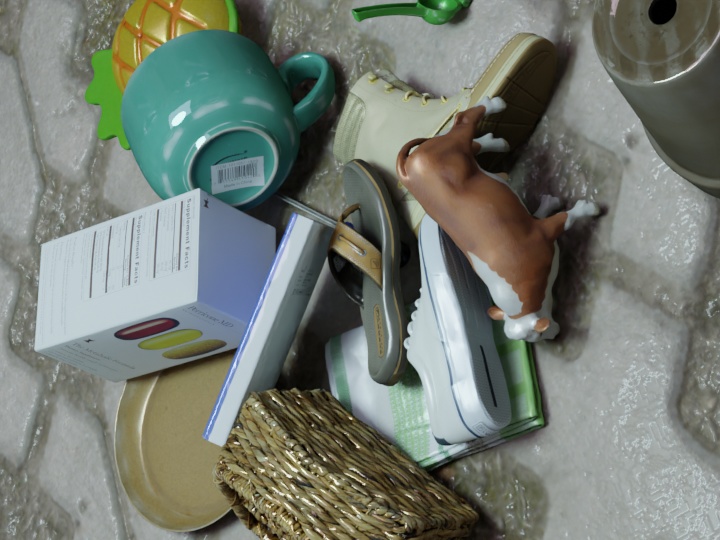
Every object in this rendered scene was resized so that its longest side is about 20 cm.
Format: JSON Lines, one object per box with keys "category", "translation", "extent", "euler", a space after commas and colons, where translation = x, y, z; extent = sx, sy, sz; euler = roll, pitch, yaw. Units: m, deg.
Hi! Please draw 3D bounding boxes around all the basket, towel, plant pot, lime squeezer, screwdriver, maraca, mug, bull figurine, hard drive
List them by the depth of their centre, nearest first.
{"category": "plant pot", "translation": [0.266, -0.169, 1.452], "extent": [0.199, 0.173, 0.202], "euler": [-13, 69, 36]}
{"category": "bull figurine", "translation": [0.115, -0.039, 1.569], "extent": [0.121, 0.200, 0.065], "euler": [-45, 11, -27]}
{"category": "basket", "translation": [-0.033, 0.209, 1.585], "extent": [0.200, 0.142, 0.150], "euler": [37, 108, 27]}
{"category": "towel", "translation": [0.057, 0.092, 1.644], "extent": [0.199, 0.031, 0.150], "euler": [-25, 63, 32]}
{"category": "hard drive", "translation": [-0.076, 0.051, 1.672], "extent": [0.025, 0.132, 0.201], "euler": [22, 91, 7]}
{"category": "lime squeezer", "translation": [0.079, -0.260, 1.708], "extent": [0.200, 0.071, 0.038], "euler": [-38, 33, -11]}
{"category": "screwdriver", "translation": [-0.025, -0.044, 1.759], "extent": [0.200, 0.029, 0.028], "euler": [28, 96, 46]}
{"category": "mug", "translation": [-0.121, -0.135, 1.765], "extent": [0.185, 0.152, 0.115], "euler": [-47, 40, 16]}
{"category": "plant pot", "translation": [-0.149, 0.142, 1.802], "extent": [0.199, 0.027, 0.202], "euler": [-13, 68, 36]}
{"category": "maraca", "translation": [-0.193, -0.203, 1.884], "extent": [0.200, 0.107, 0.138], "euler": [-36, 59, 27]}

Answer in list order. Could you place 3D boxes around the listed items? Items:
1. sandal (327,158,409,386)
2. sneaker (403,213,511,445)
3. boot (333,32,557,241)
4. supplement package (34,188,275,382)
{"category": "sandal", "translation": [0.000, 0.000, 1.650], "extent": [0.082, 0.054, 0.202], "euler": [138, 129, -68]}
{"category": "sneaker", "translation": [0.066, 0.046, 1.592], "extent": [0.071, 0.073, 0.201], "euler": [-25, 60, 31]}
{"category": "boot", "translation": [0.068, -0.142, 1.677], "extent": [0.155, 0.073, 0.201], "euler": [44, 111, 39]}
{"category": "supplement package", "translation": [-0.186, 0.017, 1.778], "extent": [0.199, 0.113, 0.110], "euler": [-17, 62, 34]}
